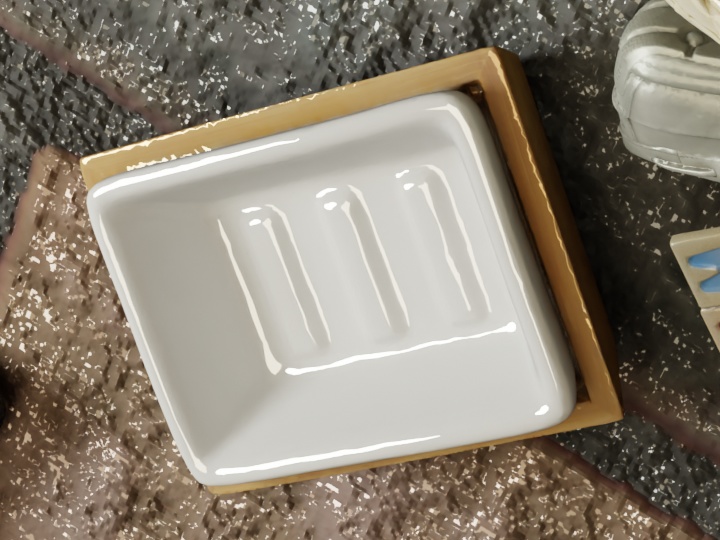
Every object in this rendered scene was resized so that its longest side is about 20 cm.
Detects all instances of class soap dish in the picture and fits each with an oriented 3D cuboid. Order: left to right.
[{"bbox_3d":[0.000,0.000,1.018,0.200,0.081,0.158,-13,105,30],"label":"soap dish"}]

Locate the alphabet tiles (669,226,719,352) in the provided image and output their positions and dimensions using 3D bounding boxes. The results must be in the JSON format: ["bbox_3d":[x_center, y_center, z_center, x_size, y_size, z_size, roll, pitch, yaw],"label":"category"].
[{"bbox_3d":[0.227,0.051,0.934,0.167,0.008,0.200,-11,124,30],"label":"alphabet tiles"}]

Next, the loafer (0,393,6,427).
[{"bbox_3d":[-0.240,0.104,1.196,0.071,0.073,0.200,48,119,13],"label":"loafer"}]

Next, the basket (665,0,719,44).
[{"bbox_3d":[0.145,-0.162,0.844,0.200,0.136,0.123,41,132,6],"label":"basket"}]

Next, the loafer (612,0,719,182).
[{"bbox_3d":[0.190,-0.050,0.917,0.199,0.070,0.070,16,135,18],"label":"loafer"}]
